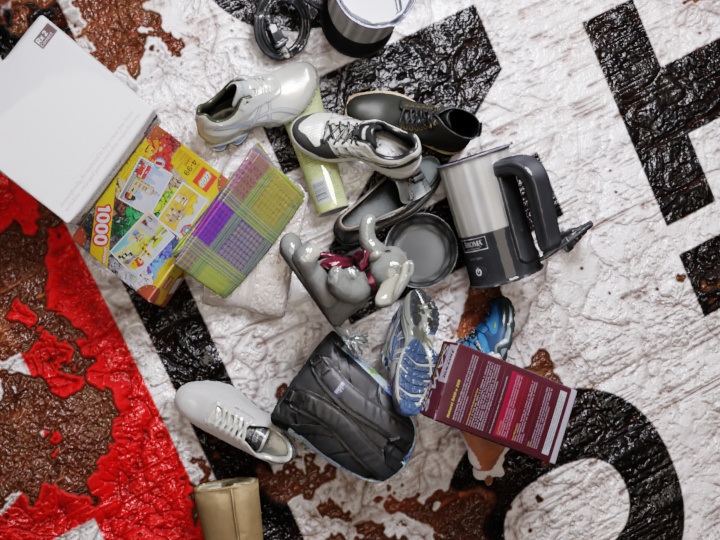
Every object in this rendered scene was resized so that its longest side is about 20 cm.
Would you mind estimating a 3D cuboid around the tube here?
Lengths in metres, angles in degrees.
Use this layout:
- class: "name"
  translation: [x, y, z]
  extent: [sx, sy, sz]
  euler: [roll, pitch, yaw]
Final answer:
- class: "tube"
  translation: [-0.069, -0.184, 1.348]
  extent: [0.057, 0.051, 0.204]
  euler: [-15, 86, -47]

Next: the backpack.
- class: "backpack"
  translation: [-0.007, 0.217, 1.321]
  extent: [0.198, 0.154, 0.165]
  euler: [33, 81, 14]

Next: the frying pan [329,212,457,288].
- class: "frying pan"
  translation: [0.058, -0.014, 1.366]
  extent: [0.186, 0.031, 0.117]
  euler: [-23, 75, 2]

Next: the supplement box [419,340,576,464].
- class: "supplement box"
  translation: [0.192, 0.183, 1.251]
  extent: [0.197, 0.061, 0.111]
  euler: [23, 83, -17]

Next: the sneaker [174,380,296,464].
- class: "sneaker"
  translation: [-0.181, 0.222, 1.318]
  extent: [0.197, 0.080, 0.078]
  euler: [26, 89, -6]

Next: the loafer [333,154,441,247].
- class: "loafer"
  translation: [0.045, -0.107, 1.347]
  extent: [0.199, 0.063, 0.072]
  euler: [-37, 80, -8]

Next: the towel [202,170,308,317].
- class: "towel"
  translation: [-0.156, -0.039, 1.341]
  extent: [0.129, 0.034, 0.205]
  euler: [11, 89, -7]

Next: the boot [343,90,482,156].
- class: "boot"
  translation: [0.078, -0.228, 1.319]
  extent: [0.195, 0.138, 0.079]
  euler: [10, 89, -7]

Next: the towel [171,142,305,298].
- class: "towel"
  translation: [-0.168, -0.066, 1.271]
  extent: [0.023, 0.143, 0.202]
  euler: [33, 85, 37]

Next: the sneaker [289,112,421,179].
- class: "sneaker"
  translation: [-0.004, -0.194, 1.292]
  extent: [0.195, 0.088, 0.078]
  euler: [11, 76, -3]

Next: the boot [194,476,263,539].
- class: "boot"
  translation: [-0.149, 0.409, 1.332]
  extent: [0.171, 0.066, 0.205]
  euler: [-8, 91, -8]

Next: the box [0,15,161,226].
- class: "box"
  translation: [-0.415, -0.201, 1.253]
  extent: [0.199, 0.131, 0.200]
  euler: [38, 86, -7]

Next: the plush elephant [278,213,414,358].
- class: "plush elephant"
  translation: [0.000, 0.000, 1.270]
  extent: [0.154, 0.165, 0.202]
  euler: [-36, 98, -7]

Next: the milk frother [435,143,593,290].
- class: "milk frother"
  translation: [0.237, -0.095, 1.350]
  extent: [0.177, 0.199, 0.192]
  euler: [-12, 98, 34]

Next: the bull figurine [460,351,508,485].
- class: "bull figurine"
  translation: [0.185, 0.215, 1.322]
  extent: [0.120, 0.065, 0.202]
  euler: [-31, 104, -2]

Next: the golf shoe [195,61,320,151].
- class: "golf shoe"
  translation: [-0.148, -0.246, 1.295]
  extent: [0.198, 0.097, 0.079]
  euler: [-33, 73, -3]

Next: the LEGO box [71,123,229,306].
- class: "LEGO box"
  translation: [-0.286, -0.077, 1.283]
  extent: [0.148, 0.077, 0.202]
  euler: [35, 86, 8]

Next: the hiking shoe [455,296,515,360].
- class: "hiking shoe"
  translation: [0.170, 0.127, 1.367]
  extent: [0.085, 0.074, 0.204]
  euler: [24, 88, -11]

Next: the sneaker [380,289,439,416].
- class: "sneaker"
  translation: [0.070, 0.131, 1.318]
  extent: [0.076, 0.085, 0.203]
  euler: [29, 47, -21]

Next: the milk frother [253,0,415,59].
- class: "milk frother"
  translation: [-0.041, -0.370, 1.268]
  extent: [0.180, 0.188, 0.201]
  euler: [43, 86, -6]
